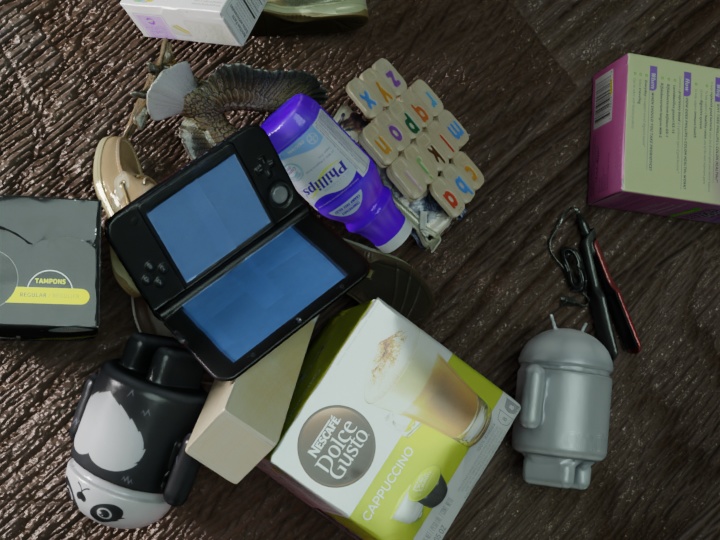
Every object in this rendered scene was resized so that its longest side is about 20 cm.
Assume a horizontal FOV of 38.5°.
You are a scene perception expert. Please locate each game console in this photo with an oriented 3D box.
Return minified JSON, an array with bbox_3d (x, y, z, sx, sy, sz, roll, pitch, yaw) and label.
[{"bbox_3d":[-0.121,-0.023,1.027,0.200,0.118,0.173,-37,117,-21],"label":"game console"}]

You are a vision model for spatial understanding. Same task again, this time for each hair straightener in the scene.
[{"bbox_3d":[0.287,0.019,1.296,0.076,0.041,0.202,-16,88,-17],"label":"hair straightener"}]

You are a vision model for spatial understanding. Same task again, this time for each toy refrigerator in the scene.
[{"bbox_3d":[-0.107,0.117,1.062,0.070,0.076,0.200,36,31,-13],"label":"toy refrigerator"}]

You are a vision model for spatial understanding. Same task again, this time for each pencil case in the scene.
[{"bbox_3d":[0.029,-0.109,1.216,0.200,0.090,0.078,38,112,-9],"label":"pencil case"}]

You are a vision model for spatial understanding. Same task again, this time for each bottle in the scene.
[{"bbox_3d":[-0.024,-0.100,1.137,0.200,0.083,0.066,45,30,-23],"label":"bottle"}]

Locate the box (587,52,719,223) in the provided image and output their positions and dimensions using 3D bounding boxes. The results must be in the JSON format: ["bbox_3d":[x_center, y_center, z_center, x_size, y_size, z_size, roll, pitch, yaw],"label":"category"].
[{"bbox_3d":[0.404,-0.166,1.322,0.198,0.097,0.178,6,82,-14],"label":"box"}]

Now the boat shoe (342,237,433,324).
[{"bbox_3d":[0.000,0.000,1.204,0.199,0.076,0.072,31,90,-33],"label":"boat shoe"}]

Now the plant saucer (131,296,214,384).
[{"bbox_3d":[-0.161,0.030,1.176,0.198,0.034,0.202,2,83,-14],"label":"plant saucer"}]

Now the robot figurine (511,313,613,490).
[{"bbox_3d":[0.241,0.157,1.229,0.169,0.112,0.202,17,77,-52],"label":"robot figurine"}]

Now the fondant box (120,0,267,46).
[{"bbox_3d":[-0.159,-0.351,1.157,0.143,0.058,0.201,12,65,28],"label":"fondant box"}]

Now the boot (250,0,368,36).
[{"bbox_3d":[-0.093,-0.363,1.224,0.198,0.072,0.156,-3,81,-13],"label":"boot"}]

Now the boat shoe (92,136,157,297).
[{"bbox_3d":[-0.238,-0.068,1.117,0.064,0.071,0.201,-26,62,16],"label":"boat shoe"}]

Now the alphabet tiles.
[{"bbox_3d":[0.065,-0.156,1.209,0.196,0.015,0.200,49,35,-6],"label":"alphabet tiles"}]

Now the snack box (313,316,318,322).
[{"bbox_3d":[-0.136,0.007,1.156,0.199,0.024,0.072,29,79,-10],"label":"snack box"}]

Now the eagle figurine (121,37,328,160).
[{"bbox_3d":[-0.149,-0.176,1.159,0.199,0.152,0.152,27,57,-6],"label":"eagle figurine"}]

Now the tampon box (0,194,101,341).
[{"bbox_3d":[-0.339,0.003,1.043,0.149,0.200,0.127,1,83,-14],"label":"tampon box"}]

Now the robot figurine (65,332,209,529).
[{"bbox_3d":[-0.233,0.169,1.080,0.124,0.150,0.201,20,93,-18],"label":"robot figurine"}]

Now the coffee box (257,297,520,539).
[{"bbox_3d":[0.012,0.173,1.119,0.197,0.200,0.200,37,75,-8],"label":"coffee box"}]
